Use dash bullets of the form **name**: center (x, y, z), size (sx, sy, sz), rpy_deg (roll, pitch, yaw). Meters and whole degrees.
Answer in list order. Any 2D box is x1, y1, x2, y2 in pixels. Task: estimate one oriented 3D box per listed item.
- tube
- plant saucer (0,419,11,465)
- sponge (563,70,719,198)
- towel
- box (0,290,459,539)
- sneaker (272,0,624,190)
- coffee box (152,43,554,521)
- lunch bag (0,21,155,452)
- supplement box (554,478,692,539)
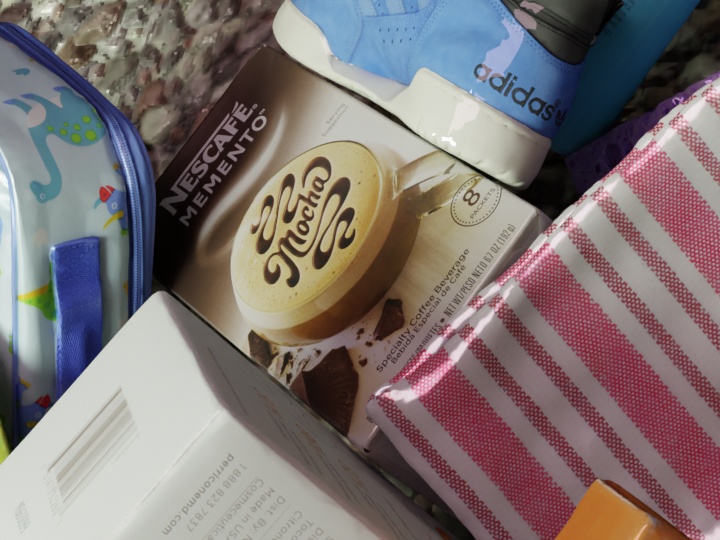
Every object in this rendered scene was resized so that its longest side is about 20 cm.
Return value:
- **tube**: center (0.127, -0.137, 0.864), size (0.200, 0.050, 0.078), rpy_deg (-55, 39, 25)
- **plant saucer**: center (-0.174, 0.150, 0.865), size (0.200, 0.048, 0.200), rpy_deg (111, 144, -44)
- **sponge**: center (0.186, -0.047, 0.836), size (0.200, 0.030, 0.112), rpy_deg (-31, 52, 16)
- **towel**: center (0.119, 0.036, 0.770), size (0.200, 0.030, 0.146), rpy_deg (-43, 93, 1)
- **box**: center (-0.021, 0.123, 0.735), size (0.106, 0.200, 0.152), rpy_deg (-48, 18, 1)
- **sneaker**: center (0.038, -0.112, 0.873), size (0.112, 0.077, 0.200), rpy_deg (-61, 27, 5)
- **coffee box**: center (0.000, 0.000, 0.881), size (0.113, 0.080, 0.200), rpy_deg (-54, 42, -1)
- **lunch bag**: center (-0.151, 0.007, 0.924), size (0.161, 0.082, 0.201), rpy_deg (35, 131, 47)
- **supplement box**: center (0.137, 0.150, 0.655), size (0.067, 0.200, 0.069), rpy_deg (-54, 11, -2)
